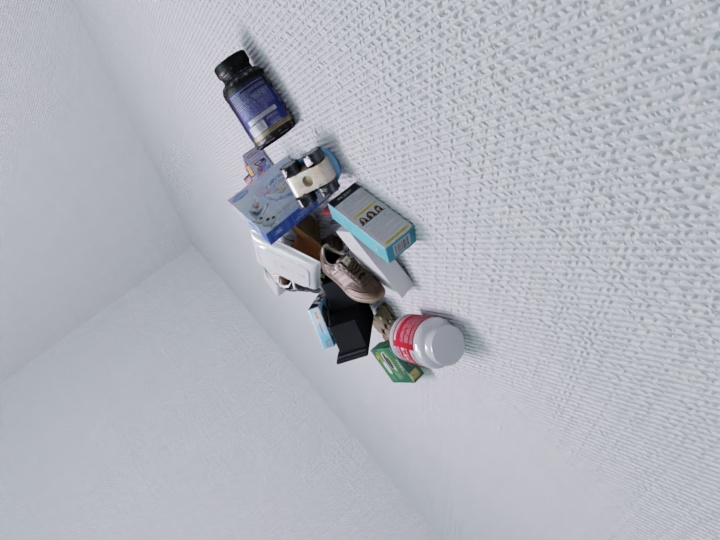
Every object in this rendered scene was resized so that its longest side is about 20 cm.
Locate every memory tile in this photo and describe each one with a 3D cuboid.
[{"bbox_3d":[0.091,0.172,1.786,0.154,0.017,0.201,51,163,11],"label":"memory tile"}]

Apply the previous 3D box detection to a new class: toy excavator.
[{"bbox_3d":[-0.121,-0.227,1.477,0.191,0.201,0.101,-21,111,25],"label":"toy excavator"}]

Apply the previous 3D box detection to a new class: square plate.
[{"bbox_3d":[-0.194,-0.019,1.654,0.194,0.029,0.201,26,160,5],"label":"square plate"}]

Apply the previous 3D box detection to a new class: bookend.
[{"bbox_3d":[-0.046,0.101,1.699,0.201,0.090,0.202,-79,-32,-62],"label":"bookend"}]

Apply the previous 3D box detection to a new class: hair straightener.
[{"bbox_3d":[-0.026,-0.126,1.523,0.077,0.041,0.199,47,160,-20],"label":"hair straightener"}]

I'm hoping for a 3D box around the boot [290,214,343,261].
[{"bbox_3d":[-0.159,-0.065,1.685,0.199,0.153,0.075,35,-140,-38],"label":"boot"}]

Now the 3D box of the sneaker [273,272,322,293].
[{"bbox_3d":[-0.184,0.029,1.835,0.077,0.081,0.200,0,150,38],"label":"sneaker"}]

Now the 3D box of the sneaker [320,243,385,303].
[{"bbox_3d":[-0.027,0.006,1.488,0.198,0.070,0.077,29,151,35],"label":"sneaker"}]

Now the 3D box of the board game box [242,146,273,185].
[{"bbox_3d":[-0.274,-0.254,1.866,0.203,0.061,0.199,59,162,-11],"label":"board game box"}]

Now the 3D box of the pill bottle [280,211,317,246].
[{"bbox_3d":[-0.171,-0.113,1.776,0.112,0.111,0.202,45,160,23],"label":"pill bottle"}]

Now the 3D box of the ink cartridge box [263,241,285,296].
[{"bbox_3d":[-0.235,-0.020,2.056,0.085,0.145,0.201,49,161,14],"label":"ink cartridge box"}]

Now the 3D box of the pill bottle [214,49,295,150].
[{"bbox_3d":[-0.243,-0.388,1.459,0.203,0.111,0.111,57,162,-11],"label":"pill bottle"}]

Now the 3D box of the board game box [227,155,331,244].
[{"bbox_3d":[-0.202,-0.179,1.591,0.198,0.199,0.044,37,160,40],"label":"board game box"}]

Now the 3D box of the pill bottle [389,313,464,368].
[{"bbox_3d":[0.151,0.160,1.452,0.114,0.111,0.199,56,162,-12],"label":"pill bottle"}]

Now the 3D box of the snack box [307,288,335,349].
[{"bbox_3d":[-0.087,0.122,1.782,0.200,0.036,0.119,-62,-48,-69],"label":"snack box"}]

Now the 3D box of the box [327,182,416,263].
[{"bbox_3d":[0.022,-0.103,1.351,0.199,0.082,0.050,41,160,37],"label":"box"}]

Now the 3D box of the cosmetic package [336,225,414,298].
[{"bbox_3d":[0.034,-0.029,1.464,0.201,0.051,0.082,51,162,-21],"label":"cosmetic package"}]

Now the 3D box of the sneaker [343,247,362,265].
[{"bbox_3d":[0.000,0.000,1.606,0.073,0.071,0.201,60,173,28],"label":"sneaker"}]

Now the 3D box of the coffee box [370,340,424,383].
[{"bbox_3d":[0.102,0.258,1.818,0.124,0.044,0.200,54,163,0],"label":"coffee box"}]

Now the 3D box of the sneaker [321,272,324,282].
[{"bbox_3d":[-0.073,0.037,1.910,0.200,0.071,0.083,47,140,14],"label":"sneaker"}]
